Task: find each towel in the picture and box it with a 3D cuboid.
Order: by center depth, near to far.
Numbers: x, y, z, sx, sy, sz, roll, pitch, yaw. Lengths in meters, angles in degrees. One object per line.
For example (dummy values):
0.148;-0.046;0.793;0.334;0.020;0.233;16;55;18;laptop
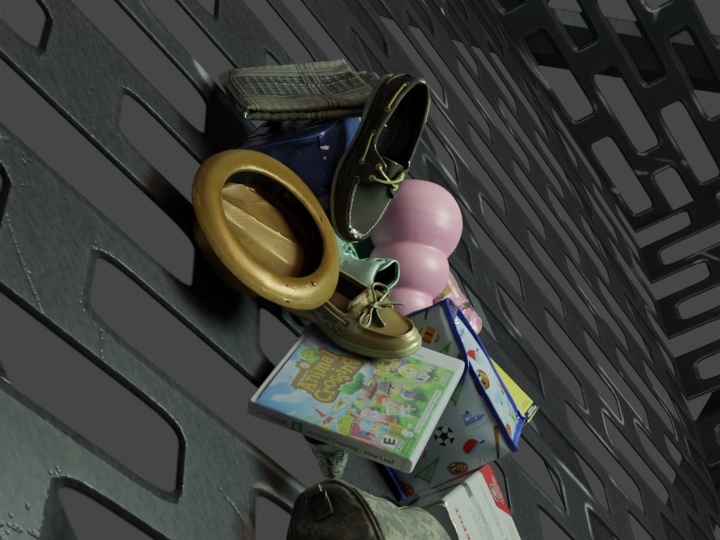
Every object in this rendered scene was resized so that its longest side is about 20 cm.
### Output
-0.063;-0.222;1.388;0.193;0.198;0.035;-123;-148;-64;towel

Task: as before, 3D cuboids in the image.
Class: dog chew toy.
0.064;-0.013;1.475;0.124;0.124;0.201;30;65;-55;dog chew toy

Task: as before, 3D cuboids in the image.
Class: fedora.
-0.114;-0.033;1.227;0.200;0.082;0.202;28;45;-33;fedora

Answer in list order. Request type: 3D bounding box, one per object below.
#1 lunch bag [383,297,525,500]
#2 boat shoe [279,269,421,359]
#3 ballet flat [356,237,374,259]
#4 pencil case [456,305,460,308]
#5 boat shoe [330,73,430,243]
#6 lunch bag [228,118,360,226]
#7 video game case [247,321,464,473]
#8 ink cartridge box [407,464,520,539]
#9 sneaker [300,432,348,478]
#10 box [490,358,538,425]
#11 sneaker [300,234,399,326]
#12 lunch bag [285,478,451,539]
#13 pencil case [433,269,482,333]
0.081;0.152;1.385;0.201;0.169;0.124;62;16;-9;lunch bag
-0.019;0.036;1.274;0.073;0.199;0.063;-37;143;-48;boat shoe
-0.004;-0.054;1.553;0.067;0.068;0.202;166;-87;-76;ballet flat
0.126;0.148;1.522;0.088;0.088;0.201;-17;88;-69;pencil case
0.023;-0.127;1.283;0.071;0.060;0.203;19;87;-33;boat shoe
-0.063;-0.116;1.385;0.200;0.135;0.133;-53;131;-63;lunch bag
0.001;0.124;1.218;0.200;0.181;0.022;-52;157;-57;video game case
0.125;0.337;1.392;0.145;0.083;0.200;67;20;6;ink cartridge box
-0.038;0.155;1.276;0.200;0.076;0.089;-86;177;-58;sneaker
0.151;0.149;1.591;0.200;0.075;0.050;47;31;6;box
0.000;0.001;1.415;0.201;0.117;0.074;-70;146;-58;sneaker
0.019;0.299;1.110;0.200;0.139;0.169;35;36;-53;lunch bag
0.104;0.026;1.696;0.201;0.082;0.087;56;13;-18;pencil case
